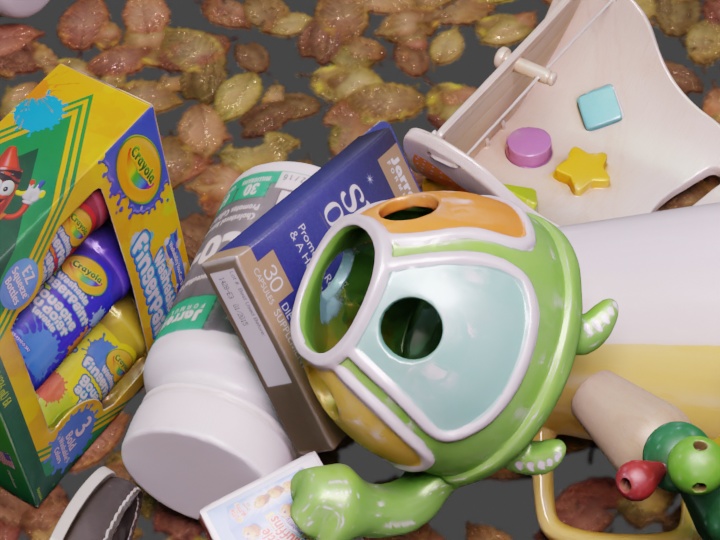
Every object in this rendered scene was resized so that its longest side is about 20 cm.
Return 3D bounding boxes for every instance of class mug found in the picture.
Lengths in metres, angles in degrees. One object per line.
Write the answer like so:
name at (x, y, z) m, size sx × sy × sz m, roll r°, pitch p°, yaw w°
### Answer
mug at (0.143, 0.047, 0.975) m, size 0.153 × 0.150 × 0.187 m, roll 1°, pitch 44°, yaw 16°

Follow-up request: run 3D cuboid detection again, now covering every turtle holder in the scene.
turtle holder at (0.027, 0.042, 0.892) m, size 0.132 × 0.186 × 0.141 m, roll 21°, pitch 32°, yaw -34°

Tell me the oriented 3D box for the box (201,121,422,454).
box at (0.000, 0.000, 0.984) m, size 0.032 × 0.121 × 0.200 m, roll -14°, pitch 20°, yaw 38°

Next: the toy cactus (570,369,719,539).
toy cactus at (0.167, 0.116, 0.860) m, size 0.165 × 0.200 × 0.102 m, roll 42°, pitch 99°, yaw 38°

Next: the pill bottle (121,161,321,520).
pill bottle at (-0.059, 0.042, 1.013) m, size 0.113 × 0.113 × 0.200 m, roll 11°, pitch 52°, yaw 14°

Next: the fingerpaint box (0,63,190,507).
fingerpaint box at (-0.179, 0.012, 0.994) m, size 0.073 × 0.200 × 0.167 m, roll 25°, pitch 57°, yaw 23°

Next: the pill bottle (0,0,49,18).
pill bottle at (-0.328, -0.260, 1.291) m, size 0.200 × 0.111 × 0.111 m, roll 14°, pitch 54°, yaw 16°

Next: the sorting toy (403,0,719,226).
sorting toy at (0.151, -0.072, 1.103) m, size 0.180 × 0.107 × 0.200 m, roll 32°, pitch 56°, yaw 17°

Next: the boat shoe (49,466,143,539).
boat shoe at (-0.153, 0.202, 0.923) m, size 0.060 × 0.072 × 0.202 m, roll 14°, pitch 60°, yaw 11°

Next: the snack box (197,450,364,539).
snack box at (-0.008, 0.197, 0.893) m, size 0.072 × 0.024 × 0.200 m, roll -26°, pitch 75°, yaw -14°
